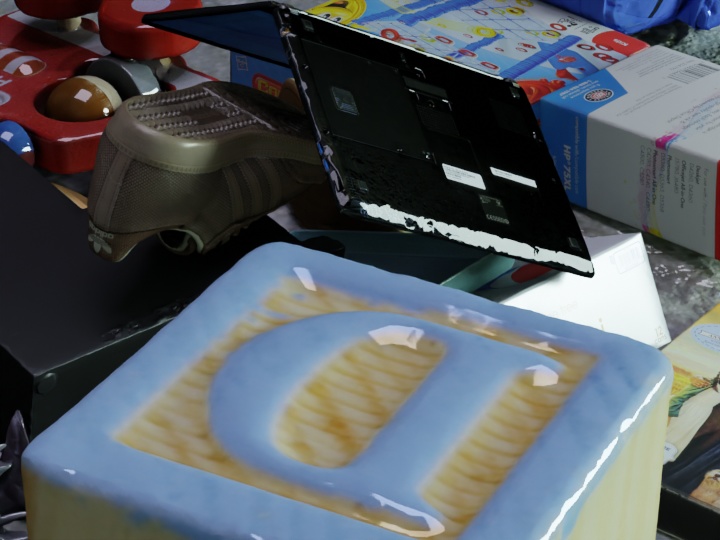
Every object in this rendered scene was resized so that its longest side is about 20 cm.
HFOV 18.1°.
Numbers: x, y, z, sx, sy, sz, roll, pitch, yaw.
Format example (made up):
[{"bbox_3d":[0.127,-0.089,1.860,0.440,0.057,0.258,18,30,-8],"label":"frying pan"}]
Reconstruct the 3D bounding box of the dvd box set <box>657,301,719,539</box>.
[{"bbox_3d":[0.212,0.078,1.165,0.146,0.030,0.200,23,38,32],"label":"dvd box set"}]

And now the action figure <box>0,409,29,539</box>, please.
[{"bbox_3d":[-0.243,0.130,1.036,0.199,0.070,0.130,-12,42,-13],"label":"action figure"}]

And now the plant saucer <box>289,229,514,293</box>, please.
[{"bbox_3d":[0.000,0.000,1.231,0.070,0.019,0.200,-30,20,-34],"label":"plant saucer"}]

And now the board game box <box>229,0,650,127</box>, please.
[{"bbox_3d":[0.051,-0.123,1.471,0.200,0.056,0.195,27,39,36],"label":"board game box"}]

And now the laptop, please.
[{"bbox_3d":[0.002,-0.066,1.172,0.177,0.103,0.201,13,47,-40],"label":"laptop"}]

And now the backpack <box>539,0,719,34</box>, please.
[{"bbox_3d":[0.207,-0.243,1.529,0.167,0.163,0.200,27,24,35],"label":"backpack"}]

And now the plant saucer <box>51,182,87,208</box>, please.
[{"bbox_3d":[-0.236,-0.008,1.298,0.199,0.032,0.201,0,31,0],"label":"plant saucer"}]

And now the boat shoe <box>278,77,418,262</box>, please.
[{"bbox_3d":[0.007,-0.046,1.337,0.062,0.074,0.200,-9,43,-26],"label":"boat shoe"}]

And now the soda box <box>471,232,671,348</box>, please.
[{"bbox_3d":[0.066,0.043,1.168,0.199,0.064,0.068,-24,12,-35],"label":"soda box"}]

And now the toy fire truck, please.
[{"bbox_3d":[-0.188,-0.107,1.389,0.200,0.113,0.168,26,43,36],"label":"toy fire truck"}]

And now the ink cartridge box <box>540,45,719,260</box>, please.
[{"bbox_3d":[0.218,-0.065,1.356,0.116,0.068,0.200,-26,36,-36],"label":"ink cartridge box"}]

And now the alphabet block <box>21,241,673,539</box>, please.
[{"bbox_3d":[-0.002,0.134,0.904,0.196,0.201,0.195,17,34,24],"label":"alphabet block"}]

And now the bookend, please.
[{"bbox_3d":[-0.150,0.003,1.189,0.198,0.092,0.200,-24,48,-37],"label":"bookend"}]

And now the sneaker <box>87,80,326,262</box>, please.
[{"bbox_3d":[-0.078,-0.048,1.146,0.070,0.076,0.200,34,18,23],"label":"sneaker"}]
